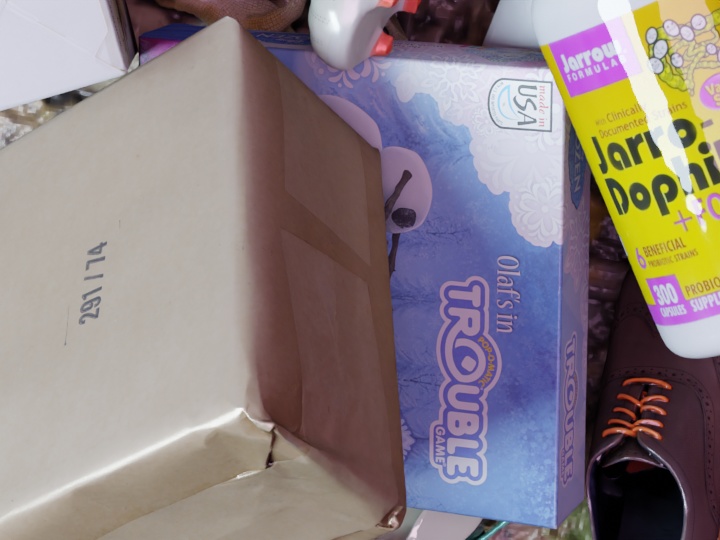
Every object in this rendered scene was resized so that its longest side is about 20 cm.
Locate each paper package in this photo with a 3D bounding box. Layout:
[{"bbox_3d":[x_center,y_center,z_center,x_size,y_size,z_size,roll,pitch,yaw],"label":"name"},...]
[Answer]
[{"bbox_3d":[-0.086,0.032,1.025,0.190,0.201,0.103,-26,137,26],"label":"paper package"}]

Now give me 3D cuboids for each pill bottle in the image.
[{"bbox_3d":[0.131,-0.075,1.015,0.104,0.104,0.201,-24,95,-4],"label":"pill bottle"}]

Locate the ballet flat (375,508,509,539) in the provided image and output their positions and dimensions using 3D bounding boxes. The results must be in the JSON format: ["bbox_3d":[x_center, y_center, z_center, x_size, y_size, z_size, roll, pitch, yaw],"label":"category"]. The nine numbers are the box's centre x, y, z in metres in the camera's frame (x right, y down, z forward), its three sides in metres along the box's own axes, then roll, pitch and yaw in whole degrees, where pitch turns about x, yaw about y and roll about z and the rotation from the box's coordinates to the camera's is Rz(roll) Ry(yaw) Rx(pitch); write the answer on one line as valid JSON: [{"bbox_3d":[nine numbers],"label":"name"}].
[{"bbox_3d":[-0.004,0.128,1.179,0.199,0.070,0.068,-35,99,-2],"label":"ballet flat"}]

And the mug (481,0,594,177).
[{"bbox_3d":[0.157,-0.120,1.148,0.174,0.148,0.201,23,66,1],"label":"mug"}]

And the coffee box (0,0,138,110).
[{"bbox_3d":[-0.144,-0.130,1.071,0.079,0.200,0.114,-16,98,-2],"label":"coffee box"}]

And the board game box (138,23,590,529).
[{"bbox_3d":[0.000,0.000,1.122,0.198,0.043,0.202,5,106,21],"label":"board game box"}]

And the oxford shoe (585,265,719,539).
[{"bbox_3d":[0.136,0.073,1.156,0.071,0.073,0.201,-7,65,20],"label":"oxford shoe"}]

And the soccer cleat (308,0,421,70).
[{"bbox_3d":[0.003,-0.171,1.091,0.077,0.069,0.201,17,62,4],"label":"soccer cleat"}]

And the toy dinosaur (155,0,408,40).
[{"bbox_3d":[-0.025,-0.081,1.173,0.101,0.058,0.201,-32,92,12],"label":"toy dinosaur"}]
